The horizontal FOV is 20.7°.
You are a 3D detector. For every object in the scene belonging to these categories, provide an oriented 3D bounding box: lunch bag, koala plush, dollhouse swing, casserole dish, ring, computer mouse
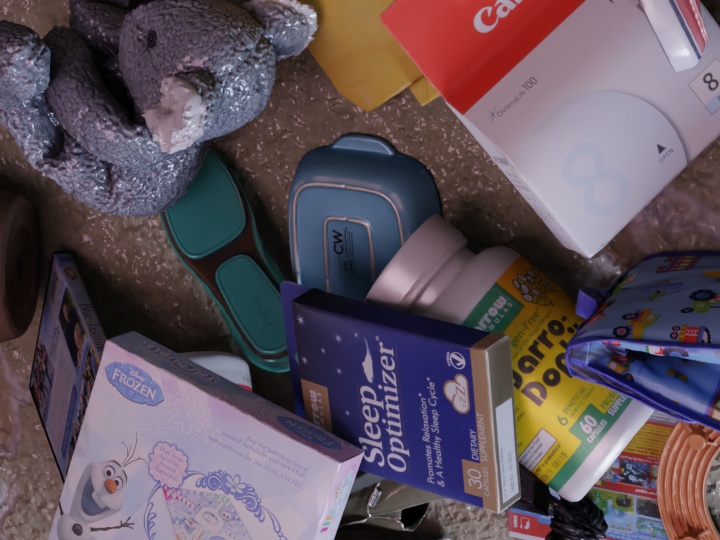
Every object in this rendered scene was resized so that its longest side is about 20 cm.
[{"bbox_3d":[0.233,0.039,1.274,0.199,0.151,0.095,14,119,21],"label":"lunch bag"},{"bbox_3d":[-0.130,-0.132,1.358,0.199,0.177,0.184,-10,116,45],"label":"koala plush"},{"bbox_3d":[0.033,-0.229,1.323,0.181,0.176,0.200,-37,94,-6],"label":"dollhouse swing"},{"bbox_3d":[0.000,0.000,1.448,0.120,0.039,0.201,8,116,24],"label":"casserole dish"},{"bbox_3d":[0.303,0.164,1.367,0.199,0.019,0.202,9,116,18],"label":"ring"},{"bbox_3d":[0.082,0.139,1.387,0.200,0.138,0.053,39,98,8],"label":"computer mouse"}]

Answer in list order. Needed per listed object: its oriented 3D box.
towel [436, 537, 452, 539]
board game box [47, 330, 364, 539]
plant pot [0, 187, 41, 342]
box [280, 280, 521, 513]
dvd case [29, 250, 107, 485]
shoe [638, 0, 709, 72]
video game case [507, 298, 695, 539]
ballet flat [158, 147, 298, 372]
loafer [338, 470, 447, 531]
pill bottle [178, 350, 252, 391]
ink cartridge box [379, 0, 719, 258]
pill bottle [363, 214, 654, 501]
[{"bbox_3d":[-0.037,0.285,1.517,0.200,0.190,0.032,-54,56,36],"label":"towel"},{"bbox_3d":[-0.117,0.175,1.392,0.199,0.043,0.200,26,110,20],"label":"board game box"},{"bbox_3d":[-0.349,-0.004,1.555,0.173,0.200,0.201,2,115,6],"label":"plant pot"},{"bbox_3d":[0.017,0.083,1.334,0.199,0.032,0.122,14,120,39],"label":"box"},{"bbox_3d":[-0.221,0.100,1.544,0.200,0.017,0.143,-121,38,-46],"label":"dvd case"},{"bbox_3d":[0.192,-0.227,1.187,0.091,0.071,0.201,-21,83,10],"label":"shoe"},{"bbox_3d":[0.174,0.117,1.424,0.142,0.017,0.201,9,116,24],"label":"video game case"},{"bbox_3d":[-0.097,-0.005,1.469,0.201,0.067,0.070,60,173,22],"label":"ballet flat"},{"bbox_3d":[0.013,0.176,1.501,0.199,0.075,0.070,-29,94,34],"label":"loafer"},{"bbox_3d":[-0.128,0.170,1.502,0.112,0.112,0.201,-18,74,33],"label":"pill bottle"},{"bbox_3d":[0.134,-0.135,1.231,0.160,0.047,0.200,-43,106,-5],"label":"ink cartridge box"},{"bbox_3d":[0.104,0.055,1.352,0.200,0.113,0.113,40,125,7],"label":"pill bottle"}]
